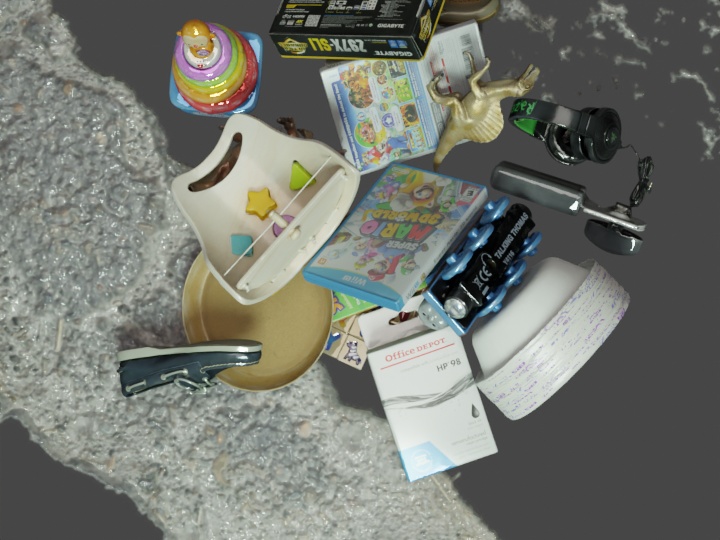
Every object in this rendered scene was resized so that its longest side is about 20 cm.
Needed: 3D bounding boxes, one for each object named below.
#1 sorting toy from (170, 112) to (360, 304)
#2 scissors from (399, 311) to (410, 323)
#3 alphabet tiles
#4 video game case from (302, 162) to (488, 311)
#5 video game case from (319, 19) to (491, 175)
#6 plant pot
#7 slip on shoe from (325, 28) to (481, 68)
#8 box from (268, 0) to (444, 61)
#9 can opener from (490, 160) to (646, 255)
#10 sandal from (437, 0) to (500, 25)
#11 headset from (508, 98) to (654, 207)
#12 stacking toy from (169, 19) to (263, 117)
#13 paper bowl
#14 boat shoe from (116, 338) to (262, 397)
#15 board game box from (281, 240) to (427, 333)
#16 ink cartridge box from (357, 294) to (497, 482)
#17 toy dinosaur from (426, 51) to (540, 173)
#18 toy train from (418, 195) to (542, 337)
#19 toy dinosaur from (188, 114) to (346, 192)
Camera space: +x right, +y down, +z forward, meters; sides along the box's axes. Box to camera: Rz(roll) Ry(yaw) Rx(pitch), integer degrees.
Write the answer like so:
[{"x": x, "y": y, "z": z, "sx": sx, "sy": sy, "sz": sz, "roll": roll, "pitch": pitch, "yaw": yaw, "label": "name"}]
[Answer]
[{"x": -0.123, "y": -0.086, "z": 1.684, "sx": 0.180, "sy": 0.107, "sz": 0.200, "roll": 42, "pitch": 87, "yaw": 14, "label": "sorting toy"}, {"x": 0.056, "y": 0.011, "z": 1.777, "sx": 0.072, "sy": 0.014, "sz": 0.203, "roll": -19, "pitch": 82, "yaw": 0, "label": "scissors"}, {"x": 0.005, "y": 0.031, "z": 1.772, "sx": 0.198, "sy": 0.008, "sz": 0.169, "roll": 24, "pitch": 88, "yaw": 8, "label": "alphabet tiles"}, {"x": 0.042, "y": -0.044, "z": 1.701, "sx": 0.142, "sy": 0.018, "sz": 0.201, "roll": 17, "pitch": 55, "yaw": 34, "label": "video game case"}, {"x": 0.063, "y": -0.208, "z": 1.764, "sx": 0.197, "sy": 0.018, "sz": 0.145, "roll": -17, "pitch": 116, "yaw": 0, "label": "video game case"}, {"x": -0.121, "y": 0.045, "z": 1.752, "sx": 0.197, "sy": 0.027, "sz": 0.203, "roll": 0, "pitch": 89, "yaw": 18, "label": "plant pot"}, {"x": 0.055, "y": -0.255, "z": 1.789, "sx": 0.197, "sy": 0.074, "sz": 0.062, "roll": -16, "pitch": 118, "yaw": -6, "label": "slip on shoe"}, {"x": 0.004, "y": -0.330, "z": 1.742, "sx": 0.197, "sy": 0.049, "sz": 0.161, "roll": 5, "pitch": 60, "yaw": 27, "label": "box"}, {"x": 0.250, "y": -0.072, "z": 1.757, "sx": 0.198, "sy": 0.053, "sz": 0.068, "roll": 19, "pitch": 108, "yaw": 11, "label": "can opener"}, {"x": 0.075, "y": -0.335, "z": 1.783, "sx": 0.197, "sy": 0.054, "sz": 0.081, "roll": -6, "pitch": 53, "yaw": -1, "label": "sandal"}, {"x": 0.267, "y": -0.148, "z": 1.739, "sx": 0.198, "sy": 0.123, "sz": 0.095, "roll": 18, "pitch": 87, "yaw": -20, "label": "headset"}, {"x": -0.182, "y": -0.257, "z": 1.725, "sx": 0.114, "sy": 0.200, "sz": 0.112, "roll": 5, "pitch": 83, "yaw": 2, "label": "stacking toy"}, {"x": 0.207, "y": 0.066, "z": 1.665, "sx": 0.104, "sy": 0.201, "sz": 0.201, "roll": 45, "pitch": 87, "yaw": -1, "label": "paper bowl"}, {"x": -0.204, "y": 0.118, "z": 1.727, "sx": 0.197, "sy": 0.075, "sz": 0.063, "roll": -7, "pitch": 87, "yaw": 20, "label": "boat shoe"}, {"x": 0.000, "y": 0.000, "z": 1.758, "sx": 0.198, "sy": 0.030, "sz": 0.097, "roll": -20, "pitch": 84, "yaw": 2, "label": "board game box"}, {"x": 0.077, "y": 0.135, "z": 1.721, "sx": 0.114, "sy": 0.067, "sz": 0.203, "roll": -19, "pitch": 91, "yaw": 1, "label": "ink cartridge box"}, {"x": 0.121, "y": -0.189, "z": 1.719, "sx": 0.101, "sy": 0.058, "sz": 0.200, "roll": 49, "pitch": 124, "yaw": 1, "label": "toy dinosaur"}, {"x": 0.135, "y": -0.003, "z": 1.685, "sx": 0.087, "sy": 0.114, "sz": 0.200, "roll": 45, "pitch": 48, "yaw": -8, "label": "toy train"}, {"x": -0.117, "y": -0.113, "z": 1.766, "sx": 0.197, "sy": 0.086, "sz": 0.138, "roll": 3, "pitch": 83, "yaw": -2, "label": "toy dinosaur"}]
